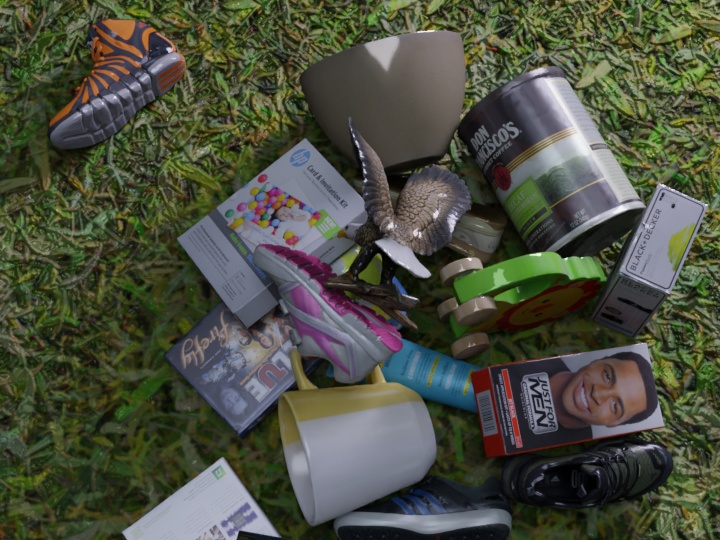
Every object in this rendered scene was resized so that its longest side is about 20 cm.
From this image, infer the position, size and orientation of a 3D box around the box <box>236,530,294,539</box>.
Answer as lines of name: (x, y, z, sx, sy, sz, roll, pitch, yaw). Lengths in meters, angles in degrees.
box: (-0.102, 0.344, 1.344, 0.038, 0.200, 0.137, 26, 73, -19)

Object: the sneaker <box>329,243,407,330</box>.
sneaker: (0.000, 0.000, 1.556, 0.076, 0.105, 0.200, -30, 45, 9)

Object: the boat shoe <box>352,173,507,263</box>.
boat shoe: (0.075, -0.063, 1.565, 0.200, 0.074, 0.067, 22, 112, 24)

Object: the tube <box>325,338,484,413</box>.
tube: (0.065, 0.117, 1.529, 0.200, 0.050, 0.078, 16, 64, 13)

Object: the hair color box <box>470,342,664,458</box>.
hair color box: (0.233, 0.146, 1.474, 0.199, 0.061, 0.102, -8, 81, -19)

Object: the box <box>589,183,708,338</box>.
box: (0.323, -0.005, 1.479, 0.060, 0.200, 0.117, 25, 74, 8)

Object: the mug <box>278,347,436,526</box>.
mug: (-0.003, 0.175, 1.452, 0.153, 0.149, 0.187, -12, 102, -13)

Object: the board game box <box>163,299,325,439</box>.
board game box: (-0.113, 0.081, 1.537, 0.200, 0.035, 0.135, -44, 75, -8)

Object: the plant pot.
plant pot: (0.038, -0.187, 1.552, 0.200, 0.200, 0.135, -13, 86, -3)

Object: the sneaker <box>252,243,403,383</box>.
sneaker: (-0.053, 0.049, 1.426, 0.200, 0.081, 0.088, 43, 106, 19)

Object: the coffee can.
coffee can: (0.226, -0.118, 1.543, 0.146, 0.146, 0.200, -27, 74, -7)

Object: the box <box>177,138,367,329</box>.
box: (-0.099, -0.046, 1.539, 0.200, 0.041, 0.156, -37, 50, -5)

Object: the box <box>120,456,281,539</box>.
box: (-0.154, 0.333, 1.468, 0.144, 0.036, 0.200, -36, 74, -10)

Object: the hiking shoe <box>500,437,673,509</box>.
hiking shoe: (0.262, 0.234, 1.442, 0.199, 0.101, 0.076, -7, 97, -12)

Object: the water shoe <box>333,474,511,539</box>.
water shoe: (0.070, 0.276, 1.476, 0.199, 0.072, 0.079, -1, 45, 2)

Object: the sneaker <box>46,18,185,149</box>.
sneaker: (-0.326, -0.238, 1.633, 0.200, 0.078, 0.112, -37, 72, -21)

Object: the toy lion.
toy lion: (0.186, 0.027, 1.470, 0.191, 0.200, 0.069, -18, 70, -4)

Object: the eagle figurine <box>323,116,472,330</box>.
eagle figurine: (0.030, -0.059, 1.418, 0.151, 0.152, 0.200, 14, 73, 18)
